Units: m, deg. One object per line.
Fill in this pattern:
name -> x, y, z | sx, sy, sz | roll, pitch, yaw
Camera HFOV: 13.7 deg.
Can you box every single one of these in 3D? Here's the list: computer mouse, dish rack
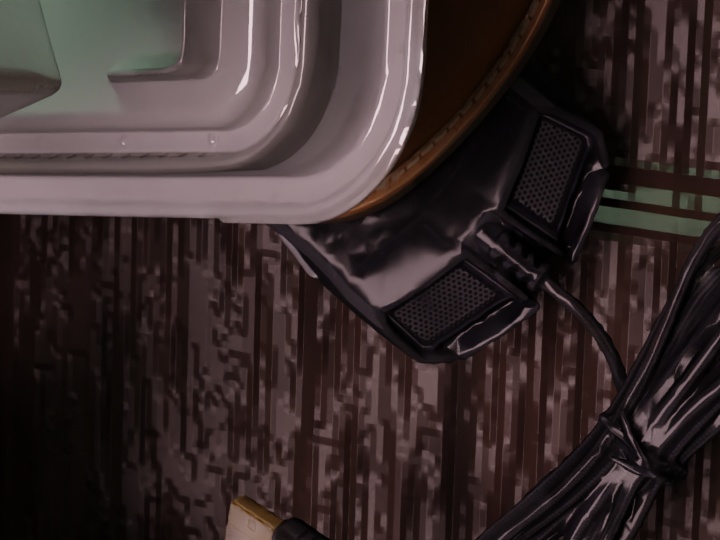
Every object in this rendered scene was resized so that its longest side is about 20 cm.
computer mouse -> 0.000, 0.000, 0.697 | 0.200, 0.046, 0.141 | 35, 98, 17
dish rack -> -0.071, -0.098, 0.646 | 0.199, 0.043, 0.173 | 2, 90, 43

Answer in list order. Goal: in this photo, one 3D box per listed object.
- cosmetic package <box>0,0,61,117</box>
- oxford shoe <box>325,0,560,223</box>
cosmetic package -> -0.136, -0.110, 0.542 | 0.101, 0.071, 0.201 | -21, 80, 28
oxford shoe -> 0.019, -0.101, 0.634 | 0.071, 0.071, 0.201 | 30, 104, 15
